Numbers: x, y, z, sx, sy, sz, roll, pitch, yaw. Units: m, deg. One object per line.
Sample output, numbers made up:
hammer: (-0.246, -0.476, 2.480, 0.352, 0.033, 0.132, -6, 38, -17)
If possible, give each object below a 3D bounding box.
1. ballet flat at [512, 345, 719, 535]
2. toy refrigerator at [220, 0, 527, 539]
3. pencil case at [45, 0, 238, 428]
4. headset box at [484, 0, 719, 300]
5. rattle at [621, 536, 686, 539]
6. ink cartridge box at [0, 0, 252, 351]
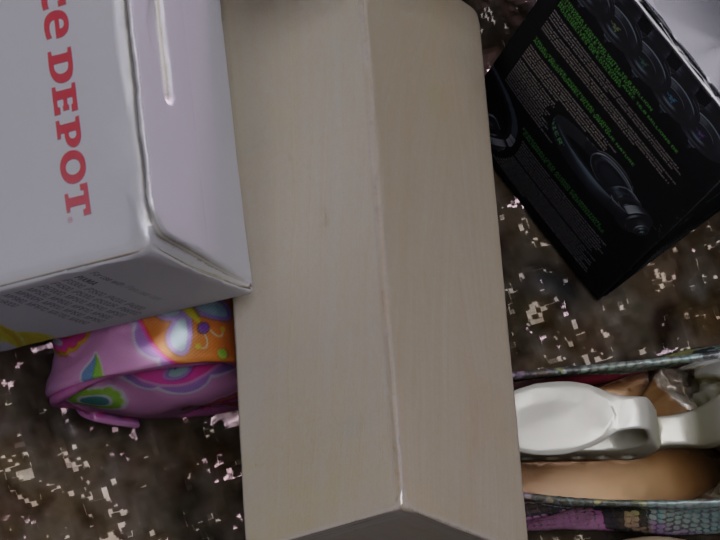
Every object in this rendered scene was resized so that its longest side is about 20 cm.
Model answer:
ballet flat: (0.100, 0.058, 1.037, 0.199, 0.071, 0.069, -4, 74, -13)
toy refrigerator: (0.000, 0.000, 0.981, 0.076, 0.070, 0.201, 25, 53, -51)
pencil case: (-0.077, -0.048, 1.026, 0.087, 0.087, 0.201, -4, 75, -12)
headset box: (0.144, -0.097, 1.020, 0.174, 0.200, 0.093, -36, 84, -17)
rattle: (0.084, 0.158, 0.976, 0.199, 0.143, 0.131, -7, 95, -19)
ink cartridge box: (-0.144, -0.046, 0.961, 0.199, 0.083, 0.146, -13, 75, 20)
